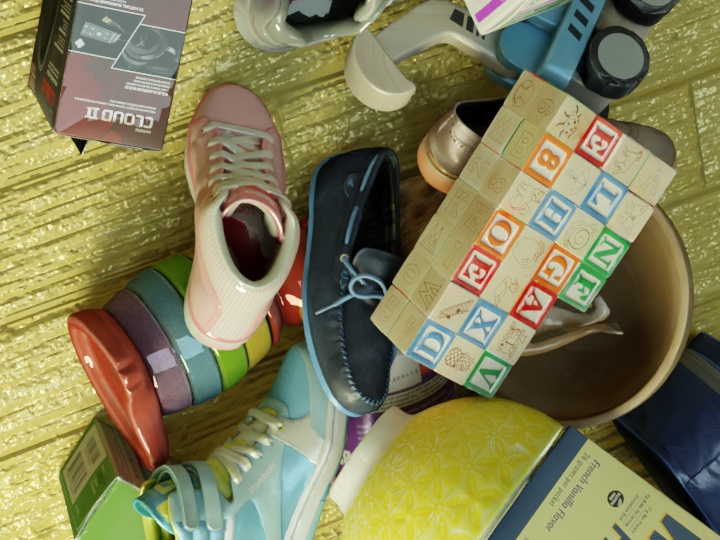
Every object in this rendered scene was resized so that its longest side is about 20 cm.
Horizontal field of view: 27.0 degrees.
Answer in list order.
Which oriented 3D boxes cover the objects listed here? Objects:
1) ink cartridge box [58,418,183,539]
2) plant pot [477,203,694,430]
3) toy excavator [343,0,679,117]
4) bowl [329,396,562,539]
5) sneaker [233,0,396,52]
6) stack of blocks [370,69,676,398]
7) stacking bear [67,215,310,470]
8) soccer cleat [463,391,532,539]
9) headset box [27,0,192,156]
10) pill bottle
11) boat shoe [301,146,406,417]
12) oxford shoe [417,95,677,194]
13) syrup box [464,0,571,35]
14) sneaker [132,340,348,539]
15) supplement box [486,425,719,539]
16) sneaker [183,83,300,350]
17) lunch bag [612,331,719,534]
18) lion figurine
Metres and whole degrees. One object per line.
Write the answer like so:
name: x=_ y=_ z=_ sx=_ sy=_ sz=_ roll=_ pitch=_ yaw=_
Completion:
ink cartridge box: x=-0.129 y=0.198 z=1.147 sx=0.199 sy=0.104 sz=0.060 roll=32 pitch=97 yaw=-26
plant pot: x=0.167 y=0.021 z=1.175 sx=0.202 sy=0.200 sz=0.093 roll=-62 pitch=159 yaw=8
toy excavator: x=0.108 y=-0.173 z=1.104 sx=0.198 sy=0.100 sz=0.196 roll=27 pitch=72 yaw=-3
bowl: x=0.043 y=0.158 z=1.050 sx=0.107 sy=0.200 sz=0.201 roll=36 pitch=95 yaw=11
sneaker: x=0.010 y=-0.209 z=1.057 sx=0.199 sy=0.099 sz=0.078 roll=-35 pitch=116 yaw=-5
stack of blocks: x=0.110 y=-0.017 z=1.021 sx=0.115 sy=0.059 sz=0.201 roll=28 pitch=98 yaw=-33
stacking bear: x=-0.103 y=0.032 z=1.098 sx=0.199 sy=0.114 sz=0.122 roll=-30 pitch=137 yaw=-20
soccer cleat: x=0.108 y=0.196 z=1.254 sx=0.077 sy=0.069 sz=0.202 roll=-2 pitch=106 yaw=-22
headset box: x=-0.162 y=-0.177 z=0.980 sx=0.076 sy=0.149 sz=0.202 roll=9 pitch=106 yaw=-21
pill bottle: x=0.026 y=0.133 z=1.175 sx=0.110 sy=0.111 sz=0.202 roll=-16 pitch=112 yaw=-14
boat shoe: x=0.000 y=0.000 z=1.065 sx=0.084 sy=0.068 sz=0.202 roll=19 pitch=59 yaw=-51
oxford shoe: x=0.144 y=-0.088 z=1.069 sx=0.198 sy=0.072 sz=0.073 roll=-2 pitch=152 yaw=-18
syrup box: x=0.088 y=-0.273 z=1.022 sx=0.078 sy=0.081 sz=0.202 roll=-23 pitch=88 yaw=-25
sneaker: x=-0.088 y=0.135 z=1.057 sx=0.130 sy=0.079 sz=0.202 roll=18 pitch=83 yaw=-30
supplement box: x=0.209 y=0.243 z=1.157 sx=0.199 sy=0.200 sz=0.135 roll=36 pitch=86 yaw=18
sneaker: x=-0.078 y=-0.055 z=1.026 sx=0.075 sy=0.105 sz=0.202 roll=9 pitch=63 yaw=-17
lunch bag: x=0.324 y=0.160 z=1.277 sx=0.132 sy=0.136 sz=0.200 roll=-39 pitch=119 yaw=-2
lion figurine: x=0.093 y=-0.001 z=1.112 sx=0.122 sy=0.201 sz=0.073 roll=-35 pitch=156 yaw=0
